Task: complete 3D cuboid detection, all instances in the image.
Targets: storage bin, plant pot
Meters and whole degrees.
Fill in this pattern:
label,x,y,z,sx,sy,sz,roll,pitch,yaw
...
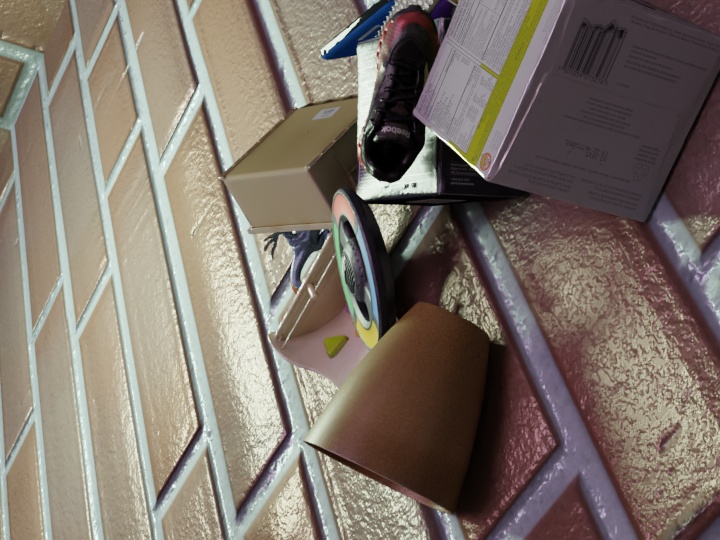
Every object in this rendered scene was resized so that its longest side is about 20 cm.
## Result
label,x,y,z,sx,sy,sz,roll,pitch,yaw
storage bin,-0.050,-0.148,1.881,0.200,0.094,0.199,-2,37,50
plant pot,0.062,0.145,1.596,0.186,0.186,0.200,6,67,62

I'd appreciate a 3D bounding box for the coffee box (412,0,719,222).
label,x,y,z,sx,sy,sz,roll,pitch,yaw
coffee box,0.206,-0.192,1.437,0.200,0.199,0.198,-68,28,17

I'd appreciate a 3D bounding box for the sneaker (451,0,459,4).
label,x,y,z,sx,sy,sz,roll,pitch,yaw
sneaker,0.179,-0.308,1.559,0.090,0.200,0.067,-57,12,24

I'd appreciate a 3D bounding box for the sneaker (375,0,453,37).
label,x,y,z,sx,sy,sz,roll,pitch,yaw
sneaker,0.090,-0.311,1.811,0.200,0.099,0.070,-52,41,43

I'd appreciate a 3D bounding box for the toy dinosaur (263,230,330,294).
label,x,y,z,sx,sy,sz,roll,pitch,yaw
toy dinosaur,-0.061,-0.057,2.040,0.200,0.105,0.182,-48,-29,-68

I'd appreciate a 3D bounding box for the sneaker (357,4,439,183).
label,x,y,z,sx,sy,sz,roll,pitch,yaw
sneaker,0.044,-0.183,1.534,0.098,0.071,0.201,-93,15,-66

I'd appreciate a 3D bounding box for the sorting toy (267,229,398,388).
label,x,y,z,sx,sy,sz,roll,pitch,yaw
sorting toy,-0.009,0.069,1.829,0.200,0.107,0.180,-60,39,25

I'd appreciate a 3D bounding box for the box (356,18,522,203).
label,x,y,z,sx,sy,sz,roll,pitch,yaw
box,0.092,-0.181,1.678,0.200,0.123,0.199,0,90,61

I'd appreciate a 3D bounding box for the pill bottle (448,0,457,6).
label,x,y,z,sx,sy,sz,roll,pitch,yaw
pill bottle,0.168,-0.406,1.656,0.200,0.111,0.111,-57,22,-21

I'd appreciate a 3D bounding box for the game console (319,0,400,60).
label,x,y,z,sx,sy,sz,roll,pitch,yaw
game console,0.041,-0.385,1.934,0.200,0.170,0.119,-29,79,54

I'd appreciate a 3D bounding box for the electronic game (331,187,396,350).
label,x,y,z,sx,sy,sz,roll,pitch,yaw
electronic game,0.000,0.000,1.686,0.200,0.042,0.200,167,90,-79
